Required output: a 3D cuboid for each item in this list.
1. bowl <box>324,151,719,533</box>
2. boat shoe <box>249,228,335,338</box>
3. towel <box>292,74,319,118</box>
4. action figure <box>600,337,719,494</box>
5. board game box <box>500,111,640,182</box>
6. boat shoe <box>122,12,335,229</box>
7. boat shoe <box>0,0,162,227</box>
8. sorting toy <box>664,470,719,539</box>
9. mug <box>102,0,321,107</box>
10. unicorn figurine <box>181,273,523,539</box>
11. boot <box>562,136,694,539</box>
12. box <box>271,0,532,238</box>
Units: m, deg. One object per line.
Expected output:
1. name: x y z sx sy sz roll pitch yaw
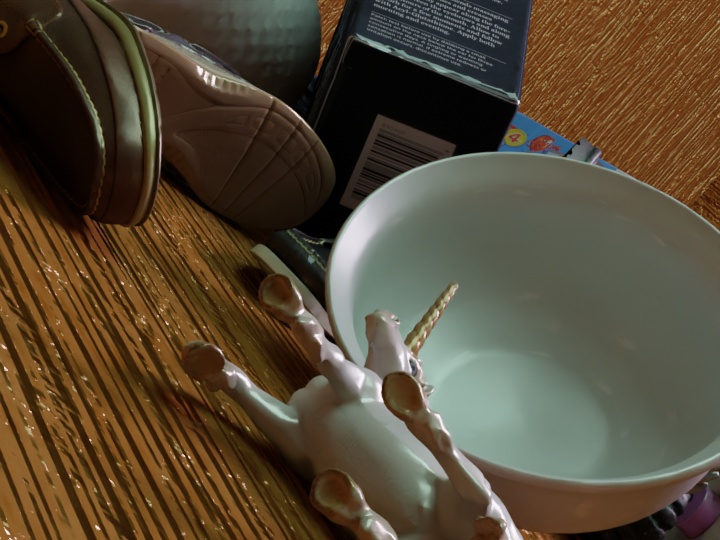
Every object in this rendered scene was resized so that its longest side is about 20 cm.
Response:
1. bowl: 0.078 0.045 0.760 0.199 0.091 0.202 6 42 -5
2. boat shoe: 0.000 0.000 0.905 0.072 0.068 0.200 45 8 19
3. towel: 0.037 -0.065 1.182 0.200 0.049 0.111 43 34 26
4. action figure: 0.178 0.039 0.838 0.198 0.120 0.102 13 21 7
5. board game box: 0.118 -0.029 1.319 0.199 0.056 0.197 34 -29 28
6. boat shoe: -0.092 -0.087 0.924 0.199 0.072 0.065 28 18 -42
7. boat shoe: -0.138 -0.087 0.703 0.067 0.072 0.201 -4 43 -32
8. sorting toy: 0.256 0.126 1.022 0.106 0.181 0.200 31 8 -8
9. mug: -0.125 -0.175 1.093 0.199 0.149 0.175 9 -23 34
10. unicorn figurine: 0.007 0.057 0.573 0.137 0.074 0.201 48 13 -47
11. boot: 0.128 0.043 0.957 0.157 0.212 0.079 37 -33 -8
12. box: 0.030 -0.114 1.068 0.106 0.149 0.201 20 36 -5
